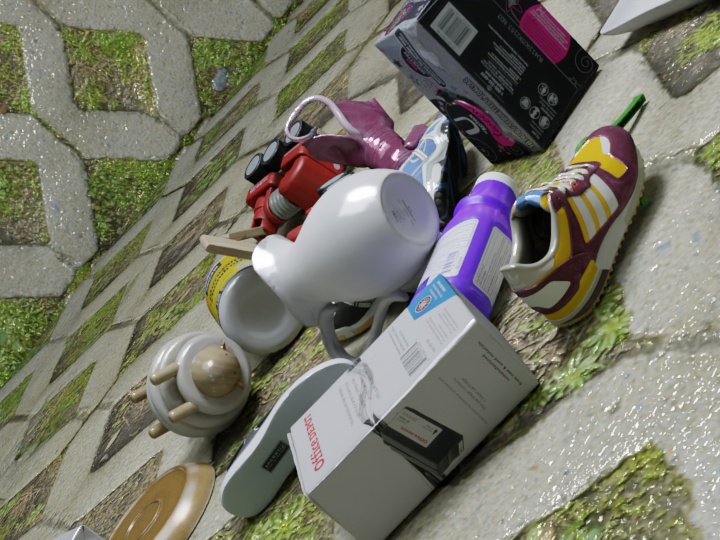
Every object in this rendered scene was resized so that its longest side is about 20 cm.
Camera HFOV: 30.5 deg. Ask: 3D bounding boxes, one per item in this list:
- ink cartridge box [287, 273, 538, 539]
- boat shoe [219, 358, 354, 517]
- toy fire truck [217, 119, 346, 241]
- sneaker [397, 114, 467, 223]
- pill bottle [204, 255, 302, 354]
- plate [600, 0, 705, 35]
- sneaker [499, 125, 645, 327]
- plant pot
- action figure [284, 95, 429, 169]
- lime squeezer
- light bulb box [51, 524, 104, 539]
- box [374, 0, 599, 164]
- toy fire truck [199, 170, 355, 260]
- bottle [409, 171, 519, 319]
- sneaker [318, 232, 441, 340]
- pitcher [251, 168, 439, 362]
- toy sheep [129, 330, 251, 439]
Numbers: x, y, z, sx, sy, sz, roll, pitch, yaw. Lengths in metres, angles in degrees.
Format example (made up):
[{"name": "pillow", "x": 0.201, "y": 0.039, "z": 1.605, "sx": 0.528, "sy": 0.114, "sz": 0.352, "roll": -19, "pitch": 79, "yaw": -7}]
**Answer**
[{"name": "ink cartridge box", "x": 0.039, "y": 0.117, "z": 1.124, "sx": 0.200, "sy": 0.084, "sz": 0.145, "roll": -46, "pitch": 17, "yaw": 5}, {"name": "boat shoe", "x": -0.072, "y": 0.163, "z": 1.343, "sx": 0.201, "sy": 0.070, "sz": 0.066, "roll": -53, "pitch": 17, "yaw": 10}, {"name": "toy fire truck", "x": -0.124, "y": -0.106, "z": 1.961, "sx": 0.176, "sy": 0.128, "sz": 0.202, "roll": -31, "pitch": 36, "yaw": 46}, {"name": "sneaker", "x": 0.078, "y": -0.121, "z": 1.534, "sx": 0.076, "sy": 0.076, "sz": 0.201, "roll": -12, "pitch": 29, "yaw": 21}, {"name": "pill bottle", "x": -0.142, "y": 0.034, "z": 1.704, "sx": 0.112, "sy": 0.112, "sz": 0.200, "roll": -49, "pitch": 17, "yaw": -3}, {"name": "plate", "x": 0.366, "y": -0.337, "z": 1.400, "sx": 0.201, "sy": 0.032, "sz": 0.199, "roll": -56, "pitch": 18, "yaw": -24}, {"name": "sneaker", "x": 0.178, "y": -0.057, "z": 1.114, "sx": 0.075, "sy": 0.090, "sz": 0.201, "roll": -18, "pitch": 43, "yaw": 48}, {"name": "plant pot", "x": -0.245, "y": 0.299, "z": 1.529, "sx": 0.200, "sy": 0.027, "sz": 0.201, "roll": -43, "pitch": 19, "yaw": 18}, {"name": "action figure", "x": 0.029, "y": -0.158, "z": 1.642, "sx": 0.199, "sy": 0.149, "sz": 0.135, "roll": 34, "pitch": 91, "yaw": 41}, {"name": "lime squeezer", "x": 0.233, "y": -0.099, "z": 1.225, "sx": 0.070, "sy": 0.038, "sz": 0.201, "roll": -7, "pitch": 31, "yaw": 15}, {"name": "light bulb box", "x": -0.333, "y": 0.397, "z": 1.365, "sx": 0.199, "sy": 0.125, "sz": 0.199, "roll": -30, "pitch": 24, "yaw": 43}, {"name": "box", "x": 0.137, "y": -0.235, "z": 1.454, "sx": 0.133, "sy": 0.200, "sz": 0.115, "roll": -53, "pitch": 16, "yaw": -19}, {"name": "toy fire truck", "x": -0.073, "y": -0.037, "z": 1.559, "sx": 0.199, "sy": 0.129, "sz": 0.176, "roll": -34, "pitch": 10, "yaw": -5}, {"name": "bottle", "x": 0.108, "y": -0.016, "z": 1.277, "sx": 0.083, "sy": 0.065, "sz": 0.201, "roll": -37, "pitch": 20, "yaw": 43}, {"name": "sneaker", "x": 0.008, "y": 0.000, "z": 1.454, "sx": 0.200, "sy": 0.087, "sz": 0.076, "roll": -39, "pitch": 21, "yaw": 32}, {"name": "pitcher", "x": 0.000, "y": 0.000, "z": 1.346, "sx": 0.199, "sy": 0.172, "sz": 0.121, "roll": -32, "pitch": 1, "yaw": 43}, {"name": "toy sheep", "x": -0.200, "y": 0.140, "z": 1.592, "sx": 0.138, "sy": 0.138, "sz": 0.200, "roll": -57, "pitch": 14, "yaw": -27}]
